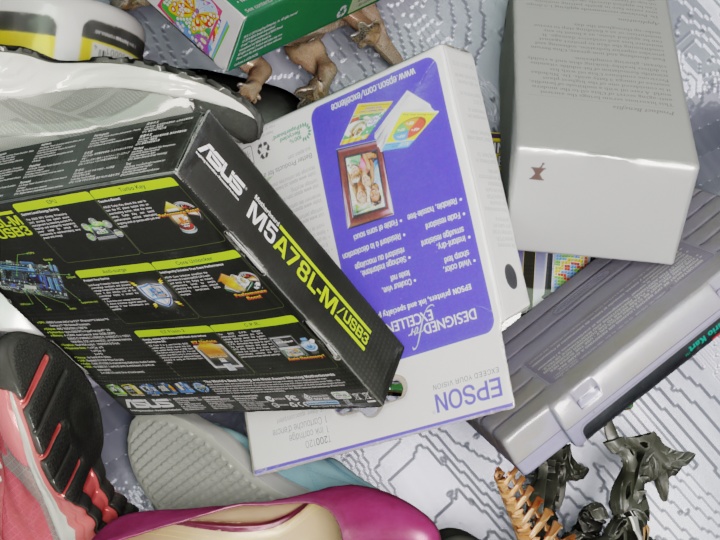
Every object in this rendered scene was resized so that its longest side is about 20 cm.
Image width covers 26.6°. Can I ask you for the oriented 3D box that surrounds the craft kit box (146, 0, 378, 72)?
[{"bbox_3d":[-0.076,-0.222,0.909,0.197,0.049,0.199,40,44,17],"label":"craft kit box"}]

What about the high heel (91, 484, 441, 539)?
[{"bbox_3d":[-0.058,0.160,0.847,0.198,0.096,0.068,-11,86,26],"label":"high heel"}]

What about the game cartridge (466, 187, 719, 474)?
[{"bbox_3d":[0.145,0.031,0.864,0.199,0.130,0.039,-37,111,-4],"label":"game cartridge"}]

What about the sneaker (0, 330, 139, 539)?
[{"bbox_3d":[-0.193,0.130,0.905,0.086,0.074,0.202,-7,118,18],"label":"sneaker"}]

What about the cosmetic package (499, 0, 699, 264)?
[{"bbox_3d":[0.135,-0.096,0.902,0.100,0.201,0.072,6,129,1],"label":"cosmetic package"}]

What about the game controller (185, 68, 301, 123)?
[{"bbox_3d":[-0.095,-0.024,0.967,0.103,0.042,0.203,11,85,1],"label":"game controller"}]

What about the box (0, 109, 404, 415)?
[{"bbox_3d":[-0.105,0.006,0.813,0.198,0.194,0.048,-6,46,38],"label":"box"}]

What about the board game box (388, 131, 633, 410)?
[{"bbox_3d":[0.074,-0.001,0.958,0.197,0.057,0.168,5,83,-1],"label":"board game box"}]

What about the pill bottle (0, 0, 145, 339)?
[{"bbox_3d":[-0.198,-0.060,0.934,0.113,0.114,0.203,6,84,0],"label":"pill bottle"}]

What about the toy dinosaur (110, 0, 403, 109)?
[{"bbox_3d":[-0.056,-0.177,0.968,0.197,0.086,0.137,4,45,-17],"label":"toy dinosaur"}]

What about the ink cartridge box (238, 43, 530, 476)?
[{"bbox_3d":[0.000,0.000,0.870,0.197,0.043,0.203,-19,77,38],"label":"ink cartridge box"}]

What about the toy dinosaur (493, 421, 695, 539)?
[{"bbox_3d":[0.138,0.163,0.891,0.101,0.201,0.137,4,59,17],"label":"toy dinosaur"}]

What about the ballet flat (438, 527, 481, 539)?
[{"bbox_3d":[0.093,0.233,0.922,0.067,0.068,0.202,-28,110,-6],"label":"ballet flat"}]

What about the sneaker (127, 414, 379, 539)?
[{"bbox_3d":[-0.053,0.140,0.946,0.199,0.082,0.075,28,110,22],"label":"sneaker"}]

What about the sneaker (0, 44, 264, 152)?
[{"bbox_3d":[-0.153,-0.084,0.860,0.197,0.074,0.080,3,96,-10],"label":"sneaker"}]
